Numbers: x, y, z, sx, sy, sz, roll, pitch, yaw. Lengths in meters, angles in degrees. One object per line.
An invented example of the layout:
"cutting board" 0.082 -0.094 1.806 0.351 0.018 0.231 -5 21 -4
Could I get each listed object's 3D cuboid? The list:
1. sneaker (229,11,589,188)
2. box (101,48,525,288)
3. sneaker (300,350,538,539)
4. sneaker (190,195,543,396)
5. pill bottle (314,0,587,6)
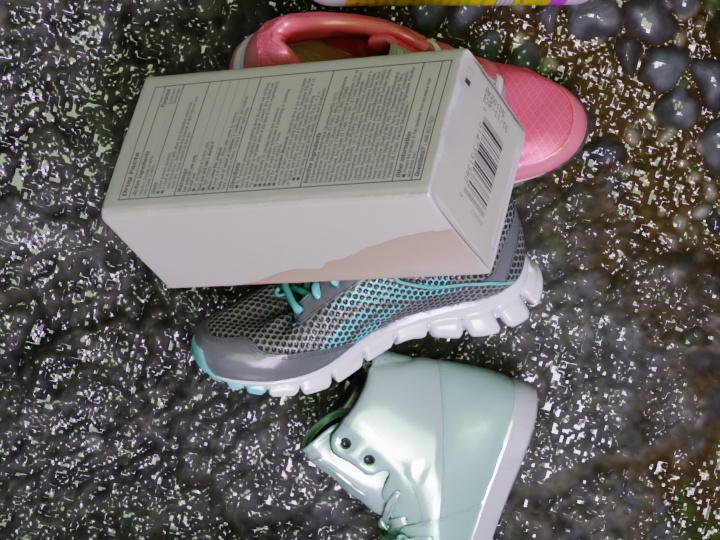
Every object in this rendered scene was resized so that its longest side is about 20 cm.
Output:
"sneaker" 0.030 -0.093 1.521 0.199 0.087 0.074 11 74 -6
"box" -0.025 -0.051 1.472 0.199 0.078 0.095 -2 57 31
"sneaker" 0.012 0.141 1.564 0.118 0.074 0.201 18 89 -10
"sneaker" 0.000 0.000 1.525 0.199 0.078 0.091 -19 129 -15
"pill bottle" 0.027 -0.193 1.509 0.199 0.104 0.105 -1 97 -5
